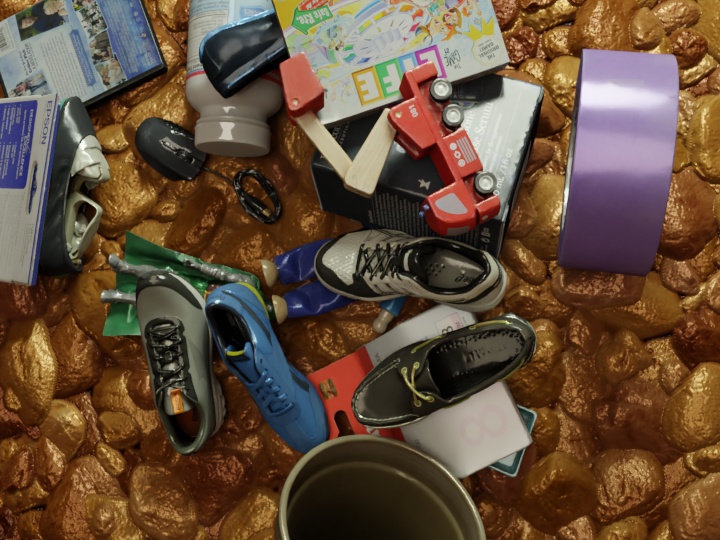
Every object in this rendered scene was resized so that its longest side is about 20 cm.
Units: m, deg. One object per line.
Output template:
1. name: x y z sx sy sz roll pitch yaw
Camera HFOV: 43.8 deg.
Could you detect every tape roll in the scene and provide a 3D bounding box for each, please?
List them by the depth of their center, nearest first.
1. tape roll: 0.236 -0.100 0.837 0.083 0.200 0.205 6 86 11

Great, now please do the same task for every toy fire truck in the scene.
1. toy fire truck: 0.024 -0.112 0.794 0.139 0.049 0.203 -25 85 -6

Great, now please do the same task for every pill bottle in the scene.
1. pill bottle: -0.133 -0.231 0.964 0.106 0.109 0.205 1 86 10

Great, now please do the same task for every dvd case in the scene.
1. dvd case: -0.335 -0.257 1.050 0.196 0.018 0.145 -23 82 7

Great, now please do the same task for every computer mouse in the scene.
1. computer mouse: -0.172 -0.112 1.000 0.197 0.034 0.060 29 90 11

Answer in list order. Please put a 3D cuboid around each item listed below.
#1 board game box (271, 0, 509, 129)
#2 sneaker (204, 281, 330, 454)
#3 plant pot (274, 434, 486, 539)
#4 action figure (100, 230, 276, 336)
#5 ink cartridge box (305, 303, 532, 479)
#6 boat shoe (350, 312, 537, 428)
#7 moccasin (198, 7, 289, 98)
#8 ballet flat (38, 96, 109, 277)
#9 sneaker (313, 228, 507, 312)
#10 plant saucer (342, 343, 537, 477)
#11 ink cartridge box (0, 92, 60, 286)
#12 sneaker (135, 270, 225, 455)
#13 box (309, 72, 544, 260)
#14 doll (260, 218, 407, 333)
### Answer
1. board game box: 0.027 -0.226 0.844 0.196 0.034 0.137 -19 90 -3
2. sneaker: -0.101 0.109 0.917 0.065 0.078 0.203 -27 95 18
3. plant pot: 0.002 0.291 0.854 0.197 0.200 0.176 28 129 11
4. action figure: -0.183 0.027 0.984 0.195 0.055 0.121 9 84 7
5. ink cartridge box: 0.053 0.141 0.914 0.197 0.057 0.165 -26 81 3
6. boat shoe: 0.074 0.097 0.860 0.198 0.060 0.073 -26 81 11
7. moccasin: -0.062 -0.226 0.896 0.196 0.080 0.070 -23 86 -3
8. ballet flat: -0.318 -0.090 1.009 0.071 0.073 0.205 13 92 11
9. sneaker: 0.044 -0.010 0.870 0.195 0.088 0.078 4 78 14
10. plant saucer: 0.081 0.145 0.940 0.196 0.019 0.071 21 89 11
11. ink cartridge box: -0.380 -0.087 0.984 0.197 0.047 0.203 6 87 40
12. sneaker: -0.188 0.097 0.931 0.072 0.080 0.205 -10 108 7
13. box: 0.068 -0.120 0.900 0.196 0.107 0.151 16 72 11
14. doll: 0.000 0.000 0.946 0.196 0.049 0.139 -18 76 -1
